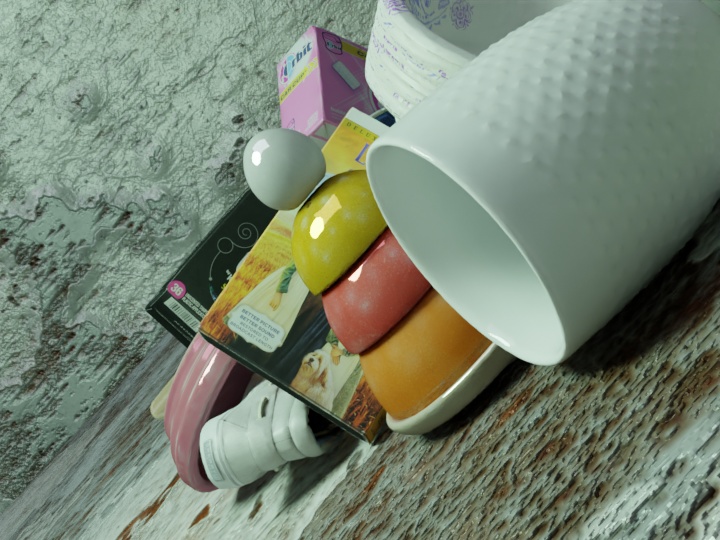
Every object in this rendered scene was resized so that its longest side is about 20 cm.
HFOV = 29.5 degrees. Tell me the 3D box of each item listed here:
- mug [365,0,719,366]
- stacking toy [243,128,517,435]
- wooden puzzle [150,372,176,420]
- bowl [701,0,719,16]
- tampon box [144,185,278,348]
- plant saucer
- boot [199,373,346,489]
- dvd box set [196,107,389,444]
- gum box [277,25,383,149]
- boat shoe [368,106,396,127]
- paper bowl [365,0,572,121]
[{"bbox_3d":[0.106,-0.062,0.737,0.175,0.148,0.200,-41,12,-15],"label":"mug"},{"bbox_3d":[0.007,-0.011,0.835,0.146,0.200,0.146,-47,9,9],"label":"stacking toy"},{"bbox_3d":[-0.167,0.114,1.699,0.186,0.046,0.200,-52,14,-21],"label":"wooden puzzle"},{"bbox_3d":[0.250,-0.233,0.795,0.201,0.074,0.200,-59,-29,-26],"label":"bowl"},{"bbox_3d":[-0.115,0.008,1.532,0.200,0.150,0.126,-51,9,-21],"label":"tampon box"},{"bbox_3d":[-0.101,0.088,1.151,0.201,0.051,0.201,-53,-18,-27],"label":"plant saucer"},{"bbox_3d":[-0.044,0.111,1.050,0.095,0.074,0.200,-17,8,17],"label":"boot"},{"bbox_3d":[0.000,0.000,0.963,0.201,0.146,0.029,-55,-16,-13],"label":"dvd box set"},{"bbox_3d":[0.024,-0.136,1.288,0.066,0.199,0.114,-40,44,40],"label":"gum box"},{"bbox_3d":[-0.016,-0.046,1.043,0.200,0.072,0.072,-49,6,-16],"label":"boat shoe"},{"bbox_3d":[0.101,-0.131,0.958,0.201,0.199,0.105,-61,-13,-57],"label":"paper bowl"}]
